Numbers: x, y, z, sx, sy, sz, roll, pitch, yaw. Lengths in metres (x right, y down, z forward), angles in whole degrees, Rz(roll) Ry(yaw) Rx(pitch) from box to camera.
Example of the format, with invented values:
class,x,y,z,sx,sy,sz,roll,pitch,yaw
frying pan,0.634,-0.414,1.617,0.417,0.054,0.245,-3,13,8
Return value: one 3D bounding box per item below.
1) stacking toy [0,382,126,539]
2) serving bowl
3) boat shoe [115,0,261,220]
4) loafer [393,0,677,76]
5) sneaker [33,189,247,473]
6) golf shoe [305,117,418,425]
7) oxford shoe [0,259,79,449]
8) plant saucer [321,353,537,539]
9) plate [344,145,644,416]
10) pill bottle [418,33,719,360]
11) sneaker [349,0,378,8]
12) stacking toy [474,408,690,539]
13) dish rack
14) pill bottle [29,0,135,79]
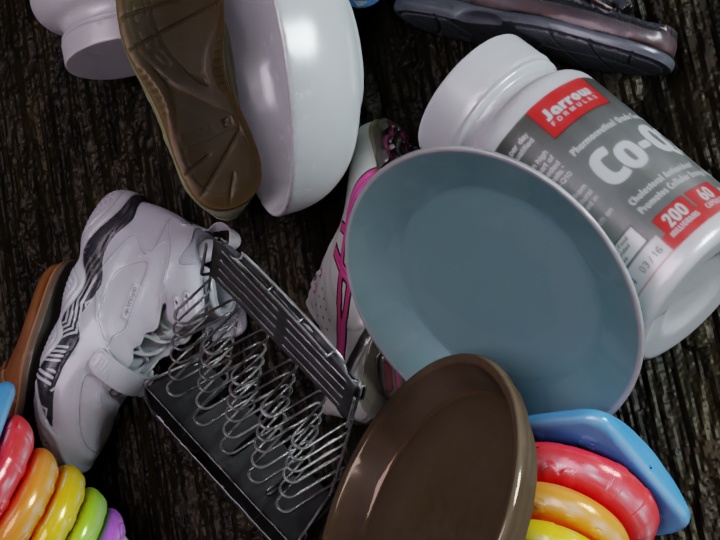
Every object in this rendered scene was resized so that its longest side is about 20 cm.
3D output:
class,x,y,z,sx,sy,sz,roll,pitch,yaw
stacking toy,-0.197,0.179,1.219,0.199,0.116,0.110,32,115,-15
serving bowl,-0.041,-0.139,1.198,0.065,0.200,0.202,-10,74,-14
boat shoe,-0.116,-0.133,1.234,0.073,0.063,0.202,-20,84,-9
loafer,0.115,-0.175,1.181,0.199,0.072,0.063,16,84,29
sneaker,-0.150,0.049,1.259,0.114,0.075,0.202,12,84,28
golf shoe,0.000,0.000,1.201,0.091,0.072,0.202,-5,80,25
oxford shoe,-0.243,0.084,1.302,0.071,0.071,0.202,17,90,29
plant saucer,0.040,0.146,1.077,0.200,0.029,0.201,-43,33,36
plate,0.080,0.012,1.087,0.199,0.026,0.201,19,130,24
pill bottle,0.136,-0.050,1.124,0.200,0.114,0.114,43,100,23
sneaker,0.013,-0.262,1.240,0.075,0.105,0.201,14,55,8
stacking toy,0.103,0.188,1.051,0.109,0.116,0.201,-15,39,41
dish rack,-0.066,0.077,1.153,0.054,0.200,0.153,-37,71,-27
pill bottle,-0.187,-0.244,1.304,0.112,0.112,0.202,-16,76,21
